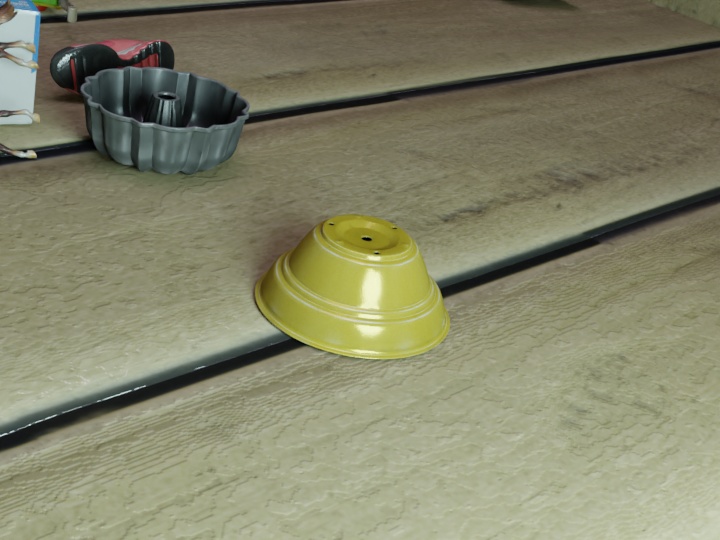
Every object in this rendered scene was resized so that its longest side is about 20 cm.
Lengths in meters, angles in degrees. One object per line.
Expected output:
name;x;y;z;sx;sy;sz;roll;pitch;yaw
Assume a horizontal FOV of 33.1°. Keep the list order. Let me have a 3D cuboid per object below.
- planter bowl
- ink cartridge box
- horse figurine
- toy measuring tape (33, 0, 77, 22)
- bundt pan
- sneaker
planter bowl;0.000;0.000;1.201;0.200;0.084;0.201;10;27;-5
ink cartridge box;-0.488;-0.283;1.481;0.144;0.148;0.200;-3;31;-28
horse figurine;-0.430;-0.206;1.364;0.132;0.201;0.050;2;-9;-24
toy measuring tape;-0.483;-0.416;1.830;0.073;0.074;0.200;-3;30;-27
bundt pan;-0.236;-0.174;1.450;0.201;0.076;0.202;10;26;-5
sneaker;-0.345;-0.272;1.627;0.087;0.074;0.200;14;19;35
